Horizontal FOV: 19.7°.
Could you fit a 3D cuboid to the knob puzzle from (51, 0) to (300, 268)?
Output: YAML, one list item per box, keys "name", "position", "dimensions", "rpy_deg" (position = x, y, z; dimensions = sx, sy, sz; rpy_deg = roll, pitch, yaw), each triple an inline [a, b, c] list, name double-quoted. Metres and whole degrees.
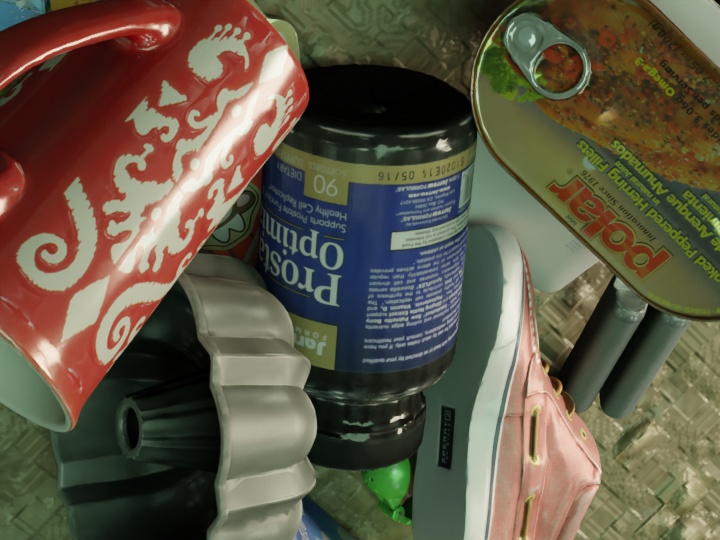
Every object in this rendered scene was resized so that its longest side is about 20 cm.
- name: "knob puzzle"
  position: [-0.114, -0.068, 1.097]
  dimensions: [0.219, 0.030, 0.220]
  rpy_deg: [-5, 113, -13]

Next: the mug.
- name: "mug"
  position: [-0.120, -0.047, 0.958]
  dimensions: [0.133, 0.178, 0.200]
  rpy_deg: [39, 70, 0]

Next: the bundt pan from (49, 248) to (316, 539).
- name: "bundt pan"
  position: [-0.088, 0.079, 1.080]
  dimensions: [0.076, 0.202, 0.202]
  rpy_deg: [-2, 114, -34]

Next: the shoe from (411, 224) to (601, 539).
- name: "shoe"
  position: [0.087, 0.073, 1.181]
  dimensions: [0.091, 0.071, 0.200]
  rpy_deg: [1, 99, -34]

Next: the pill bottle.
- name: "pill bottle"
  position: [0.000, 0.000, 1.106]
  dimensions: [0.112, 0.112, 0.200]
  rpy_deg: [-2, 115, -14]

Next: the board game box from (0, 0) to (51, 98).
- name: "board game box"
  position: [-0.252, -0.123, 1.017]
  dimensions: [0.200, 0.034, 0.135]
  rpy_deg: [-2, 113, -3]

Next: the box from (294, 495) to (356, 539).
- name: "box"
  position: [-0.007, 0.193, 1.180]
  dimensions: [0.048, 0.122, 0.200]
  rpy_deg: [-42, 115, 6]

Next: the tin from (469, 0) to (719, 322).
- name: "tin"
  position: [0.144, -0.061, 1.051]
  dimensions: [0.200, 0.042, 0.112]
  rpy_deg: [44, 102, 0]

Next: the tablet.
- name: "tablet"
  position: [0.130, -0.072, 1.123]
  dimensions: [0.130, 0.014, 0.200]
  rpy_deg: [37, 123, -25]

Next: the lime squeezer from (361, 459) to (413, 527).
- name: "lime squeezer"
  position: [0.040, 0.124, 1.219]
  dimensions: [0.071, 0.038, 0.200]
  rpy_deg: [-42, 119, -30]

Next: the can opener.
- name: "can opener"
  position: [0.160, 0.012, 1.153]
  dimensions: [0.053, 0.067, 0.200]
  rpy_deg: [9, 140, -8]
